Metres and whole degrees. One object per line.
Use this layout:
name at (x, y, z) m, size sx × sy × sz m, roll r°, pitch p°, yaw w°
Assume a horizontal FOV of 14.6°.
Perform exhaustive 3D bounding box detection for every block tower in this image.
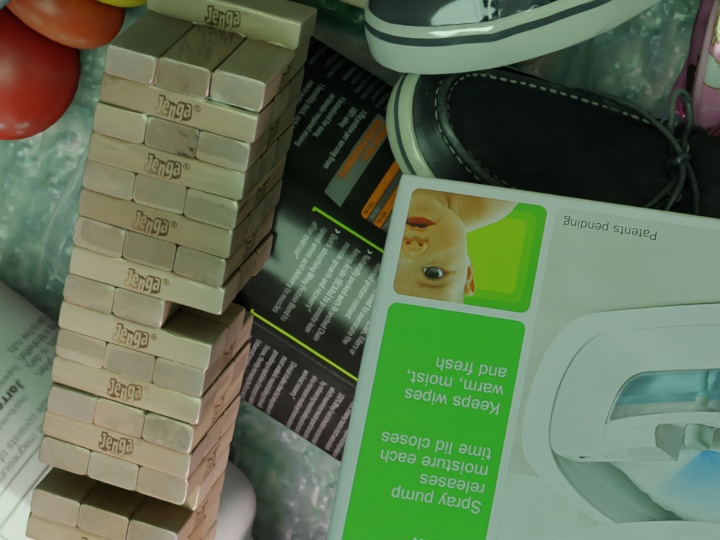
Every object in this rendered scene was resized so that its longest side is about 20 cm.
block tower at (-0.064, 0.008, 0.917) m, size 0.054 × 0.058 × 0.201 m, roll 16°, pitch 114°, yaw 9°

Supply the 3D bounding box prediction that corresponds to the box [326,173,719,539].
box at (0.095, 0.081, 0.850) m, size 0.199 × 0.097 × 0.177 m, roll 9°, pitch 72°, yaw 11°

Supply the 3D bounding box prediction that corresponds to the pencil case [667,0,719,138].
pencil case at (0.208, -0.061, 0.963) m, size 0.199 × 0.083 × 0.087 m, roll 13°, pitch 113°, yaw 7°

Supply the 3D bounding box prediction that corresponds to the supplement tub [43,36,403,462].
supplement tub at (0.000, 0.000, 0.993) m, size 0.200 × 0.123 × 0.123 m, roll 33°, pitch 105°, yaw 2°

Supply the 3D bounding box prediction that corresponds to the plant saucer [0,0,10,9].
plant saucer at (-0.118, -0.157, 0.964) m, size 0.039 × 0.201 × 0.201 m, roll 20°, pitch 107°, yaw -26°

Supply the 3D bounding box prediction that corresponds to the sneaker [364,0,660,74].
sneaker at (0.088, -0.131, 0.922) m, size 0.199 × 0.078 × 0.080 m, roll -22°, pitch 118°, yaw -11°

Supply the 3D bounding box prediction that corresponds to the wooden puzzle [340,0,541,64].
wooden puzzle at (0.034, -0.180, 0.941) m, size 0.185 × 0.046 × 0.201 m, roll 17°, pitch 105°, yaw -30°

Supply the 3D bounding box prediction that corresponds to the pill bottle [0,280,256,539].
pill bottle at (-0.102, 0.100, 1.036) m, size 0.200 × 0.114 × 0.114 m, roll 38°, pitch 105°, yaw 1°

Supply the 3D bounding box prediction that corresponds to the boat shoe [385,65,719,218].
boat shoe at (0.101, -0.021, 0.936) m, size 0.200 × 0.075 × 0.062 m, roll 28°, pitch 146°, yaw -15°

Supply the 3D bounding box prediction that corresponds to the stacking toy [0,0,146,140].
stacking toy at (-0.088, -0.128, 1.007) m, size 0.085 × 0.085 × 0.200 m, roll 37°, pitch 109°, yaw 1°
